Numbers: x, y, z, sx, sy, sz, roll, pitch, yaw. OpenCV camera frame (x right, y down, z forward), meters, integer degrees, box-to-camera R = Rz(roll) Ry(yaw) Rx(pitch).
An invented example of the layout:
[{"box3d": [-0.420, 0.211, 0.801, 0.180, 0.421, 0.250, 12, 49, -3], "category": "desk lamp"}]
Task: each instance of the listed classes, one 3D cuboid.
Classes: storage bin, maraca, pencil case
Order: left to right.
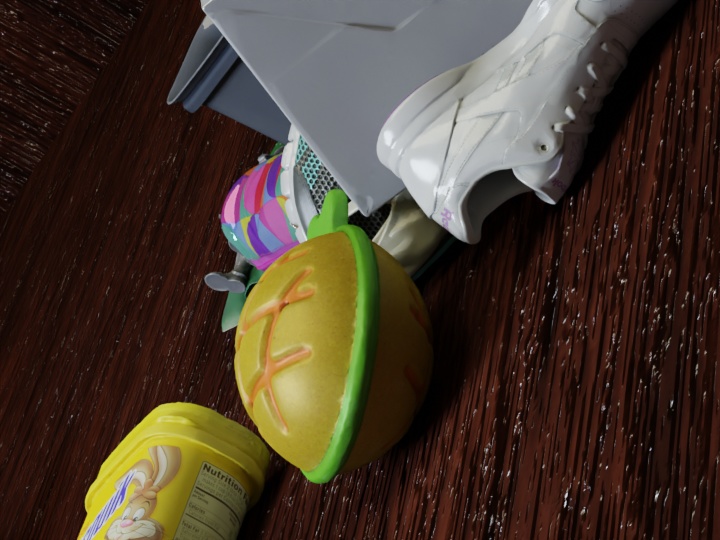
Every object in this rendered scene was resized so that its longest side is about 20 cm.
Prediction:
[{"box3d": [-0.034, -0.045, 1.938, 0.088, 0.088, 0.200, -62, 11, -12], "category": "pencil case"}, {"box3d": [-0.031, -0.183, 2.133, 0.200, 0.134, 0.146, -48, 17, 41], "category": "storage bin"}, {"box3d": [-0.017, 0.036, 1.584, 0.200, 0.107, 0.137, -107, 33, -63], "category": "maraca"}]

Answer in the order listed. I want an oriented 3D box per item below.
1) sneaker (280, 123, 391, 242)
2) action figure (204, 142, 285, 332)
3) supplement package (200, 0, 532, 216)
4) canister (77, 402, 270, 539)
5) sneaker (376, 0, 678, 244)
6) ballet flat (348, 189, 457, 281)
[{"box3d": [-0.003, -0.091, 1.785, 0.091, 0.078, 0.200, 172, 91, -65], "category": "sneaker"}, {"box3d": [-0.068, -0.055, 2.180, 0.118, 0.055, 0.200, -55, 8, 34], "category": "action figure"}, {"box3d": [0.032, -0.158, 1.622, 0.200, 0.156, 0.111, -37, 16, 4], "category": "supplement package"}, {"box3d": [-0.139, 0.199, 1.766, 0.149, 0.087, 0.200, -45, 20, 50], "category": "canister"}, {"box3d": [0.108, -0.094, 1.536, 0.200, 0.100, 0.075, -40, -26, 12], "category": "sneaker"}, {"box3d": [0.000, 0.000, 1.726, 0.200, 0.069, 0.069, -52, 14, 32], "category": "ballet flat"}]
